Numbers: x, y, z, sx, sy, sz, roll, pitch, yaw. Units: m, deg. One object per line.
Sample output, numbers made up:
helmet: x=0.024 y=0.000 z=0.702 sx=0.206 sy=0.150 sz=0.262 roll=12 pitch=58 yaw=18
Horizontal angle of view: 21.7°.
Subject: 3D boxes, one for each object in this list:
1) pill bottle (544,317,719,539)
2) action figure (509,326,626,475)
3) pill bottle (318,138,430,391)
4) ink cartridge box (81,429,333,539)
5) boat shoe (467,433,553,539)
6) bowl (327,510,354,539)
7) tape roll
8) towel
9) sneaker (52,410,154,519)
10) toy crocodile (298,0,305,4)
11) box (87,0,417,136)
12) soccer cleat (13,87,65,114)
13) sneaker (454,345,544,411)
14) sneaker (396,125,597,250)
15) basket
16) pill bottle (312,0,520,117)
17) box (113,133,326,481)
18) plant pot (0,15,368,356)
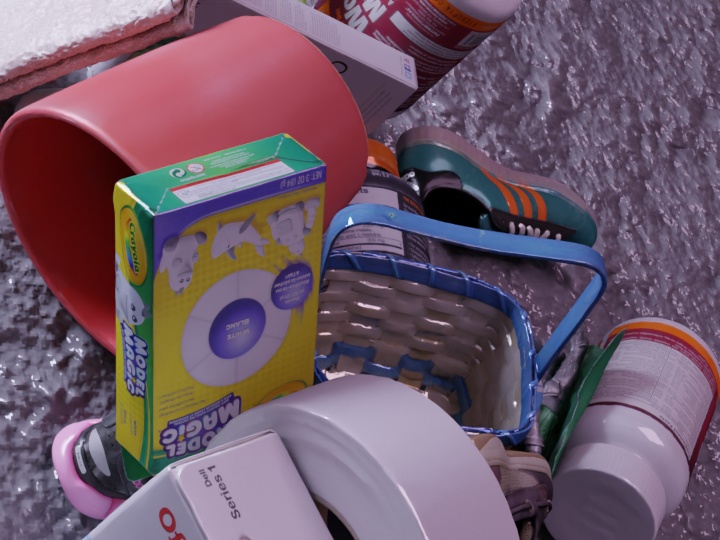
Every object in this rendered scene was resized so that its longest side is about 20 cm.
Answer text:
pill bottle: x=0.211 y=0.132 z=1.467 sx=0.110 sy=0.109 sz=0.200 roll=44 pitch=38 yaw=-8
action figure: x=0.124 y=0.126 z=1.400 sx=0.055 sy=0.118 sz=0.201 roll=38 pitch=50 yaw=-14
pill bottle: x=0.000 y=0.000 z=1.365 sx=0.106 sy=0.106 sz=0.201 roll=22 pitch=46 yaw=-31
ink cartridge box: x=-0.092 y=0.200 z=1.031 sx=0.084 sy=0.200 sz=0.146 roll=-16 pitch=72 yaw=-45
boat shoe: x=0.077 y=0.143 z=1.124 sx=0.200 sy=0.071 sz=0.065 roll=43 pitch=32 yaw=-71
bowl: x=-0.010 y=0.222 z=1.155 sx=0.199 sy=0.039 sz=0.202 roll=3 pitch=63 yaw=-6
tape roll: x=-0.005 y=0.164 z=1.046 sx=0.071 sy=0.202 sz=0.203 roll=-16 pitch=71 yaw=-45
towel: x=-0.192 y=-0.184 z=1.256 sx=0.035 sy=0.199 sz=0.133 roll=52 pitch=29 yaw=-42
sneaker: x=-0.095 y=0.107 z=1.194 sx=0.199 sy=0.095 sz=0.079 roll=-4 pitch=61 yaw=-48
toy crocodile: x=-0.100 y=-0.211 z=1.396 sx=0.062 sy=0.199 sz=0.068 roll=59 pitch=-5 yaw=36
box: x=-0.078 y=-0.139 z=1.368 sx=0.199 sy=0.144 sz=0.037 roll=23 pitch=44 yaw=-30
soccer cleat: x=-0.142 y=-0.093 z=1.313 sx=0.199 sy=0.086 sz=0.070 roll=21 pitch=47 yaw=-33
sneaker: x=0.088 y=0.087 z=1.364 sx=0.071 sy=0.200 sz=0.073 roll=8 pitch=89 yaw=-3
sneaker: x=0.111 y=-0.042 z=1.548 sx=0.199 sy=0.071 sz=0.080 roll=24 pitch=50 yaw=-24
basket: x=0.044 y=0.044 z=1.183 sx=0.175 sy=0.201 sz=0.140 roll=11 pitch=41 yaw=-13
pill bottle: x=0.024 y=-0.187 z=1.451 sx=0.109 sy=0.200 sz=0.110 roll=26 pitch=44 yaw=-28
box: x=-0.082 y=0.031 z=1.072 sx=0.117 sy=0.201 sz=0.048 roll=-19 pitch=40 yaw=-32
plant pot: x=-0.102 y=-0.059 z=1.195 sx=0.177 sy=0.200 sz=0.201 roll=-38 pitch=89 yaw=-32
